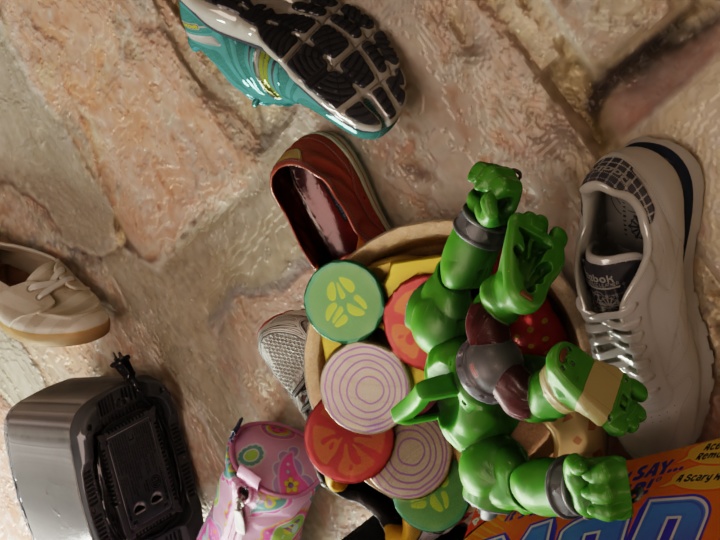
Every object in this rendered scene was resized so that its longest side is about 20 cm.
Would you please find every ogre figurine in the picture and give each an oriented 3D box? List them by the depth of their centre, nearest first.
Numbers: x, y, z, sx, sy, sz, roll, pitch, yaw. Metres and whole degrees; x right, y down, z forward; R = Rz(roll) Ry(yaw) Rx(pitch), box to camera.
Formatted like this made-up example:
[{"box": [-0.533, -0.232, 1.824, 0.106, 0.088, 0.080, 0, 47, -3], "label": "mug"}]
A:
[{"box": [0.079, 0.052, 0.711, 0.201, 0.098, 0.120, 57, 138, 7], "label": "ogre figurine"}]

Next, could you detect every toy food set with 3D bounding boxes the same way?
[{"box": [0.053, 0.068, 0.809, 0.195, 0.049, 0.203, -9, 100, 13], "label": "toy food set"}]

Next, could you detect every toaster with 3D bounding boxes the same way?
[{"box": [-0.221, 0.167, 1.067, 0.128, 0.113, 0.203, -2, 107, 41], "label": "toaster"}]

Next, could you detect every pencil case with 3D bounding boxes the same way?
[{"box": [-0.089, 0.212, 0.999, 0.087, 0.087, 0.202, 36, 126, 22], "label": "pencil case"}]

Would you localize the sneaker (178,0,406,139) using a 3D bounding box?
[{"box": [-0.047, -0.144, 0.852, 0.199, 0.077, 0.080, 37, 145, 27], "label": "sneaker"}]

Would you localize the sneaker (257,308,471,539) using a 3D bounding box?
[{"box": [-0.005, 0.107, 0.893, 0.200, 0.082, 0.078, 45, 129, 17], "label": "sneaker"}]

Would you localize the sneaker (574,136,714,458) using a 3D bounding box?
[{"box": [0.156, 0.027, 0.738, 0.076, 0.080, 0.203, 2, 110, 35], "label": "sneaker"}]

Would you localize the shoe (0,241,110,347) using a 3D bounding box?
[{"box": [-0.293, 0.014, 1.091, 0.198, 0.070, 0.054, 19, 126, 34], "label": "shoe"}]

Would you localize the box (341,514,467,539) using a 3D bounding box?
[{"box": [0.042, 0.296, 0.901, 0.147, 0.124, 0.202, 21, 120, 30], "label": "box"}]

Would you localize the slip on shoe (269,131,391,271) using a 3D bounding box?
[{"box": [0.000, 0.000, 0.863, 0.074, 0.061, 0.201, -31, 88, 39], "label": "slip on shoe"}]

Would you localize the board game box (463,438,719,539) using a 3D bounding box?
[{"box": [0.166, 0.245, 0.694, 0.199, 0.201, 0.200, -23, 117, 41], "label": "board game box"}]
